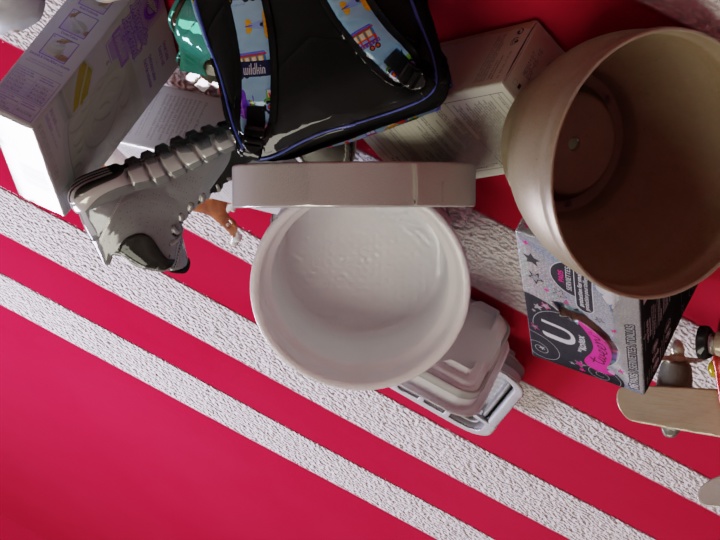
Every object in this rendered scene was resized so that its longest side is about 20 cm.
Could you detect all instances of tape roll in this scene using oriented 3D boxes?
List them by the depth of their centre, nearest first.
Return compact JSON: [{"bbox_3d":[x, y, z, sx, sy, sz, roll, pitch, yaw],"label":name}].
[{"bbox_3d":[-0.005,-0.069,1.486,0.202,0.037,0.203,0,-179,0],"label":"tape roll"}]

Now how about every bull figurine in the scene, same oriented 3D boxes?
[{"bbox_3d":[-0.207,-0.090,1.932,0.199,0.065,0.122,16,155,32],"label":"bull figurine"}]

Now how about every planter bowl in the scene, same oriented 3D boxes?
[{"bbox_3d":[0.190,-0.091,1.390,0.200,0.200,0.135,46,169,-29],"label":"planter bowl"}]

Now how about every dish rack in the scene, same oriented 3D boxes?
[{"bbox_3d":[0.054,0.049,1.822,0.199,0.172,0.044,29,123,3],"label":"dish rack"},{"bbox_3d":[0.091,0.099,1.973,0.171,0.044,0.200,30,158,2],"label":"dish rack"}]

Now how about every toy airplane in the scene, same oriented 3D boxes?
[{"bbox_3d":[0.356,0.118,1.628,0.200,0.141,0.199,42,123,5],"label":"toy airplane"}]

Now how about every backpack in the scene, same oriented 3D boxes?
[{"bbox_3d":[-0.036,-0.201,1.427,0.182,0.201,0.135,-20,178,13],"label":"backpack"}]

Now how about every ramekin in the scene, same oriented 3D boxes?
[{"bbox_3d":[0.000,0.000,1.685,0.200,0.201,0.098,36,-164,-12],"label":"ramekin"}]

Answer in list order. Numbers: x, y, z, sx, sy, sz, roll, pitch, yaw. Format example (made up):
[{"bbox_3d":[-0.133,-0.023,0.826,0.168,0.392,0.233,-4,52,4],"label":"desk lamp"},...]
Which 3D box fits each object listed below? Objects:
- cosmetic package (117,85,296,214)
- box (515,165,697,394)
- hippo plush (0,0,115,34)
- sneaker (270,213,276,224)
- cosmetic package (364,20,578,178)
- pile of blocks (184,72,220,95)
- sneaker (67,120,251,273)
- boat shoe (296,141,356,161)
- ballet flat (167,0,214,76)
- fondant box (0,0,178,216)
[{"bbox_3d":[-0.134,-0.117,1.776,0.199,0.072,0.101,15,163,31],"label":"cosmetic package"},{"bbox_3d":[0.211,-0.009,1.557,0.114,0.132,0.200,19,152,23],"label":"box"},{"bbox_3d":[-0.296,-0.285,1.526,0.200,0.161,0.160,29,141,32],"label":"hippo plush"},{"bbox_3d":[-0.007,-0.059,1.785,0.199,0.077,0.085,2,134,32],"label":"sneaker"},{"bbox_3d":[0.092,-0.135,1.526,0.200,0.073,0.104,-4,139,50],"label":"cosmetic package"},{"bbox_3d":[-0.081,-0.162,1.672,0.199,0.062,0.082,11,148,35],"label":"pile of blocks"},{"bbox_3d":[-0.159,-0.061,1.677,0.075,0.199,0.116,-122,12,-73],"label":"sneaker"},{"bbox_3d":[-0.049,-0.158,1.567,0.072,0.060,0.202,-14,118,4],"label":"boat shoe"},{"bbox_3d":[-0.125,-0.197,1.587,0.070,0.068,0.200,32,177,0],"label":"ballet flat"},{"bbox_3d":[-0.250,-0.171,1.671,0.058,0.200,0.145,24,154,17],"label":"fondant box"}]
